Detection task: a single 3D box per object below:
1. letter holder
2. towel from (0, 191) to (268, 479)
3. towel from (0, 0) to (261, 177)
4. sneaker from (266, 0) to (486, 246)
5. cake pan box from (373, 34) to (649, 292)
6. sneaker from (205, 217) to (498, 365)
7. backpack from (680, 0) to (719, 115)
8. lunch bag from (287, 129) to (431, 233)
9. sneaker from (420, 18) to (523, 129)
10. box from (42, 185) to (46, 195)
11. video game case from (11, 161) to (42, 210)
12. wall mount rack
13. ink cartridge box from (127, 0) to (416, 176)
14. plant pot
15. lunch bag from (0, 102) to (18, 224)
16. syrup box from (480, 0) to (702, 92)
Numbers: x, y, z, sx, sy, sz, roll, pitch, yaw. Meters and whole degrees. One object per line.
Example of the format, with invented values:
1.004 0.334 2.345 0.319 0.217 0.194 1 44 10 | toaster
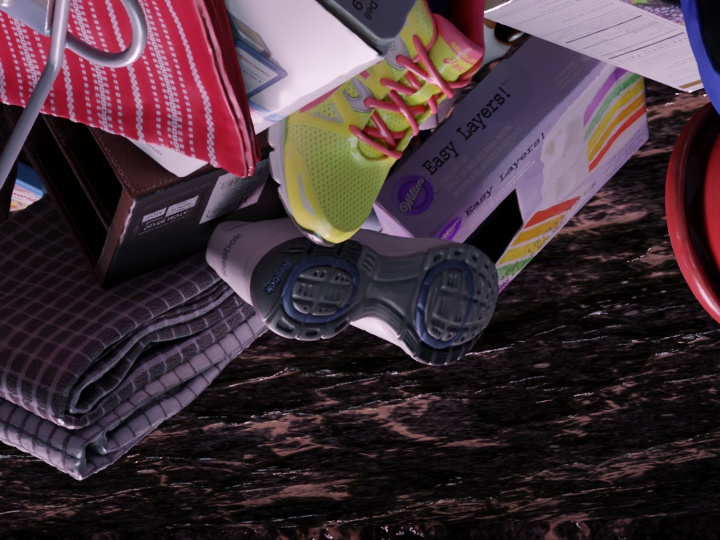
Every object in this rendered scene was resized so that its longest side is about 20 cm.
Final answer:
-0.084 -0.103 1.306 0.199 0.143 0.101 -22 160 -27 | letter holder
-0.150 0.019 1.346 0.165 0.086 0.200 17 -137 40 | towel
-0.142 -0.121 1.119 0.199 0.023 0.145 17 141 26 | towel
0.019 -0.106 1.211 0.090 0.201 0.078 15 172 43 | sneaker
0.094 -0.063 1.441 0.200 0.052 0.184 -45 158 -9 | cake pan box
0.000 0.000 1.312 0.199 0.075 0.087 15 -169 -44 | sneaker
0.233 -0.159 1.114 0.161 0.202 0.168 -8 164 12 | backpack
-0.068 -0.045 1.530 0.199 0.125 0.169 -25 157 34 | lunch bag
0.062 -0.136 1.396 0.084 0.073 0.200 -13 170 -3 | sneaker
-0.168 -0.025 1.720 0.049 0.083 0.200 -8 163 19 | box
-0.339 -0.058 1.686 0.199 0.018 0.143 -10 162 23 | video game case
-0.201 -0.121 1.085 0.199 0.075 0.174 32 141 12 | wall mount rack
-0.043 -0.151 1.153 0.087 0.146 0.199 38 148 -21 | ink cartridge box
0.317 -0.043 1.554 0.199 0.202 0.182 9 163 -38 | plant pot
-0.306 -0.058 1.410 0.198 0.169 0.139 2 163 -20 | lunch bag
0.153 -0.166 1.296 0.081 0.079 0.199 -18 159 41 | syrup box
